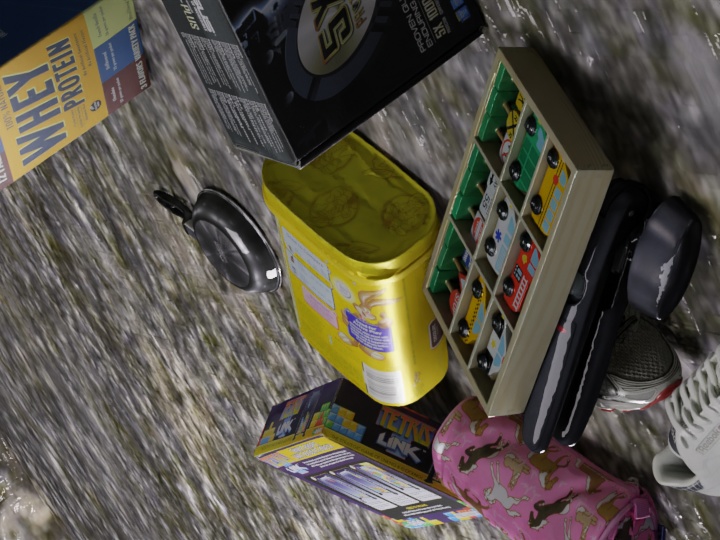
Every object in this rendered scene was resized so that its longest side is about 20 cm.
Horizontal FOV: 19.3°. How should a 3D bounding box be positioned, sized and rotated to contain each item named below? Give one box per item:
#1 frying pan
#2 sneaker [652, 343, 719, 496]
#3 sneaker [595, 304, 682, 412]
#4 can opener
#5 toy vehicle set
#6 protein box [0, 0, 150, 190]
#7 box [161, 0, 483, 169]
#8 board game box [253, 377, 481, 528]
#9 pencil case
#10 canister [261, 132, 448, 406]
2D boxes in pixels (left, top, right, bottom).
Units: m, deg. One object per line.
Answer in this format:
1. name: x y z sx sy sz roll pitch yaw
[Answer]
1. frying pan: -0.142 -0.045 1.955 0.190 0.031 0.115 39 154 25
2. sneaker: 0.228 0.082 1.283 0.200 0.080 0.077 91 179 -54
3. sneaker: 0.134 0.014 1.406 0.200 0.078 0.082 44 156 21
4. can opener: 0.144 0.032 1.333 0.079 0.063 0.201 53 130 45
5. toy vehicle set: 0.095 -0.024 1.337 0.124 0.026 0.201 -117 33 -44
6. protein box: -0.327 -0.203 1.844 0.198 0.200 0.135 40 156 29
7. box: -0.038 -0.194 1.315 0.086 0.164 0.201 21 142 54
8. board game box: 0.016 0.159 1.809 0.165 0.057 0.200 27 162 -13
9. pencil case: 0.139 0.167 1.619 0.200 0.086 0.083 31 147 44
10. canister: 0.000 0.000 1.649 0.148 0.086 0.200 40 157 30
